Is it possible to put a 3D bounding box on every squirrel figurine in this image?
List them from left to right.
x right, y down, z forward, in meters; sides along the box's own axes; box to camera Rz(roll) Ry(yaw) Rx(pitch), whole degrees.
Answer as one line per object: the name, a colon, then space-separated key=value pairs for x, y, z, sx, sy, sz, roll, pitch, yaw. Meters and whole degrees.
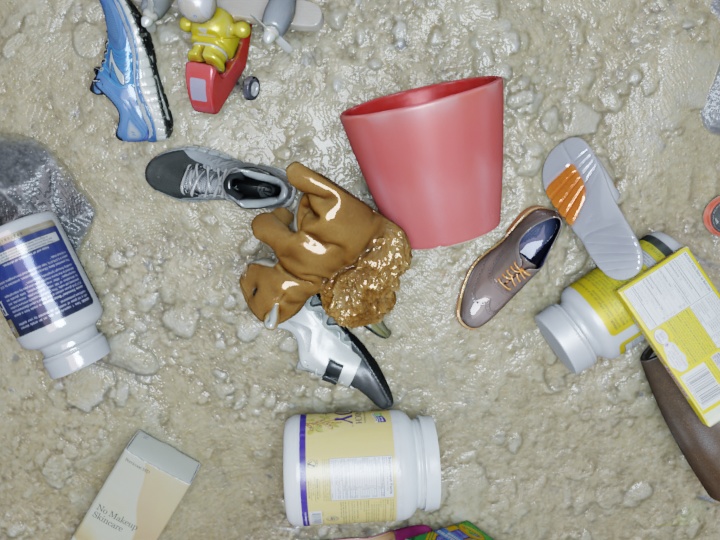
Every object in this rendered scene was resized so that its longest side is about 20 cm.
squirrel figurine: x=-0.045 y=-0.001 z=0.813 sx=0.200 sy=0.142 sz=0.187 roll=33 pitch=96 yaw=-1

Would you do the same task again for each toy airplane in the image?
toy airplane: x=-0.166 y=-0.317 z=0.822 sx=0.200 sy=0.141 sz=0.199 roll=-32 pitch=80 yaw=15

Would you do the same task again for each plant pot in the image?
plant pot: x=0.090 y=-0.132 z=0.849 sx=0.200 sy=0.200 sz=0.178 roll=-14 pitch=109 yaw=0
plant pot: x=0.483 y=0.172 z=0.921 sx=0.187 sy=0.187 sz=0.200 roll=-40 pitch=85 yaw=4

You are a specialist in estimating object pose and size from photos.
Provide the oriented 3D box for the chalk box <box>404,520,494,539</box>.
chalk box: x=0.145 y=0.439 z=0.941 sx=0.200 sy=0.124 sz=0.125 roll=10 pitch=102 yaw=-47

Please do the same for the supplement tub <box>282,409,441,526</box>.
supplement tub: x=0.000 y=0.263 z=0.916 sx=0.200 sy=0.145 sz=0.146 roll=-3 pitch=99 yaw=-3

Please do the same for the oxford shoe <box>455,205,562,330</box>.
oxford shoe: x=0.198 y=-0.002 z=0.921 sx=0.071 sy=0.073 sz=0.200 roll=33 pitch=96 yaw=-7

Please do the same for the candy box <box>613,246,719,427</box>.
candy box: x=0.413 y=0.081 z=0.841 sx=0.102 sy=0.026 sz=0.200 roll=-33 pitch=87 yaw=1

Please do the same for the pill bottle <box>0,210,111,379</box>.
pill bottle: x=-0.405 y=0.033 z=0.880 sx=0.111 sy=0.111 sz=0.200 roll=-23 pitch=99 yaw=1

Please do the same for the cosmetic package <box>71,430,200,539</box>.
cosmetic package: x=-0.320 y=0.338 z=0.943 sx=0.105 sy=0.071 sz=0.200 roll=29 pitch=96 yaw=-6

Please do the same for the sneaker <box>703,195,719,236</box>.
sneaker: x=0.578 y=-0.080 z=0.922 sx=0.200 sy=0.082 sz=0.077 roll=-14 pitch=99 yaw=0

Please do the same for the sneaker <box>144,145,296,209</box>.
sneaker: x=-0.182 y=-0.117 z=0.865 sx=0.200 sy=0.116 sz=0.075 roll=6 pitch=98 yaw=-4

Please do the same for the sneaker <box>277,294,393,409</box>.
sneaker: x=-0.038 y=0.122 z=0.933 sx=0.088 sy=0.074 sz=0.200 roll=-40 pitch=89 yaw=4

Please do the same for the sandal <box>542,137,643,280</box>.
sandal: x=0.313 y=-0.078 z=0.909 sx=0.079 sy=0.059 sz=0.207 roll=-33 pitch=68 yaw=32

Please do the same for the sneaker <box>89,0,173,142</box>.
sneaker: x=-0.304 y=-0.258 z=0.858 sx=0.089 sy=0.079 sz=0.200 roll=-12 pitch=99 yaw=-3

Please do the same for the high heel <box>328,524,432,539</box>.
high heel: x=0.002 y=0.398 z=0.973 sx=0.200 sy=0.067 sz=0.096 roll=-32 pitch=109 yaw=6

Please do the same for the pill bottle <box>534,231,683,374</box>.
pill bottle: x=0.345 y=0.046 z=0.915 sx=0.200 sy=0.114 sz=0.114 roll=-33 pitch=99 yaw=2

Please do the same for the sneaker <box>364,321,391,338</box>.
sneaker: x=0.000 y=0.000 z=0.917 sx=0.089 sy=0.077 sz=0.200 roll=-32 pitch=101 yaw=-6
